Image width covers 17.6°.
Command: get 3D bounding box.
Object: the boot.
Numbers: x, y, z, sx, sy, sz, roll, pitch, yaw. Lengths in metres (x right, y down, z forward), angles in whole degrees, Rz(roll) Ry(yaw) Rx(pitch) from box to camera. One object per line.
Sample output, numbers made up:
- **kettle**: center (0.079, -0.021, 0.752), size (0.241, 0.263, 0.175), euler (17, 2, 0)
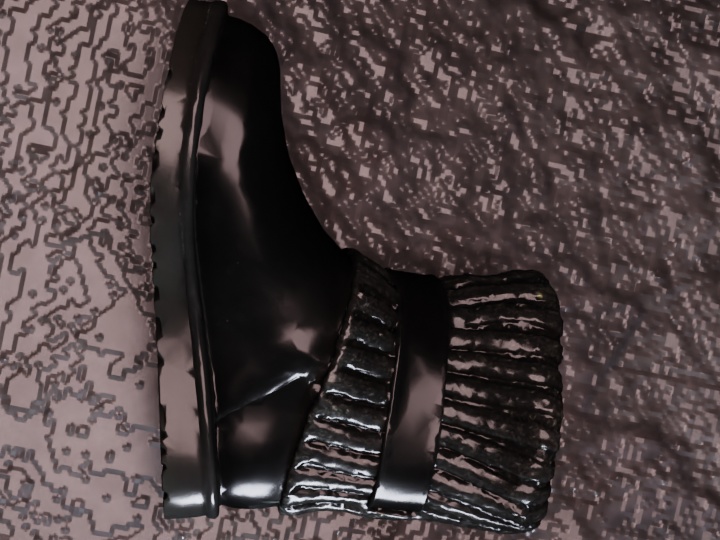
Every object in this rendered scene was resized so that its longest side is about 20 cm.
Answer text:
- **boot**: center (0.000, 0.000, 0.898), size (0.157, 0.079, 0.212), euler (-1, 105, -2)
